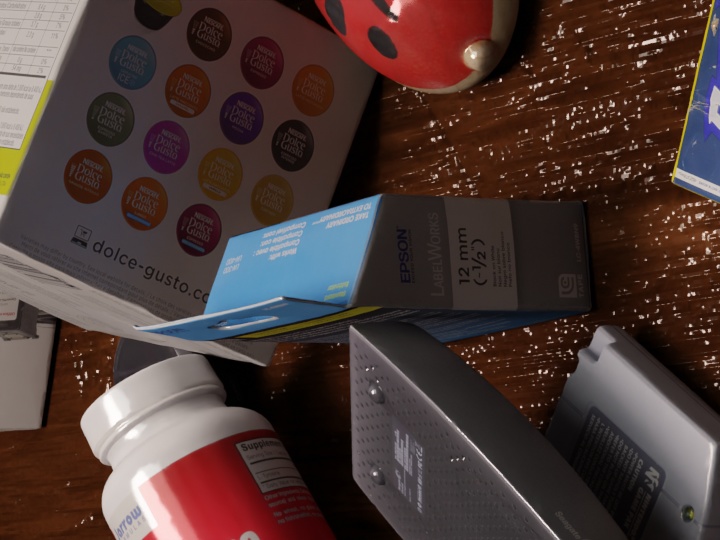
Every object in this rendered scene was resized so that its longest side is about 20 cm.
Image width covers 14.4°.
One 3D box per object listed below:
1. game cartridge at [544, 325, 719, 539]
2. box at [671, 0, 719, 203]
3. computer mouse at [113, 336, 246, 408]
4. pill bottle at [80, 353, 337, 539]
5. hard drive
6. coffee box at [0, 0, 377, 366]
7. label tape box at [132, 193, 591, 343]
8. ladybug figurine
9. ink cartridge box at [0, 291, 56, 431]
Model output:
[{"bbox_3d":[0.131,0.146,1.458,0.133,0.041,0.200,48,127,47],"label":"game cartridge"},{"bbox_3d":[0.210,-0.125,1.332,0.070,0.064,0.200,29,111,50],"label":"box"},{"bbox_3d":[-0.102,0.122,1.770,0.138,0.053,0.200,-10,90,50],"label":"computer mouse"},{"bbox_3d":[-0.079,0.153,1.649,0.112,0.112,0.200,-48,66,42],"label":"pill bottle"},{"bbox_3d":[0.065,0.121,1.438,0.200,0.042,0.135,45,151,36],"label":"hard drive"},{"bbox_3d":[-0.148,-0.079,1.666,0.200,0.200,0.198,8,75,54],"label":"coffee box"},{"bbox_3d":[0.000,0.000,1.501,0.143,0.200,0.066,-14,76,53],"label":"label tape box"},{"bbox_3d":[0.018,-0.178,1.591,0.200,0.072,0.136,53,129,40],"label":"ladybug figurine"},{"bbox_3d":[-0.276,0.000,1.980,0.145,0.083,0.200,25,109,51],"label":"ink cartridge box"}]
